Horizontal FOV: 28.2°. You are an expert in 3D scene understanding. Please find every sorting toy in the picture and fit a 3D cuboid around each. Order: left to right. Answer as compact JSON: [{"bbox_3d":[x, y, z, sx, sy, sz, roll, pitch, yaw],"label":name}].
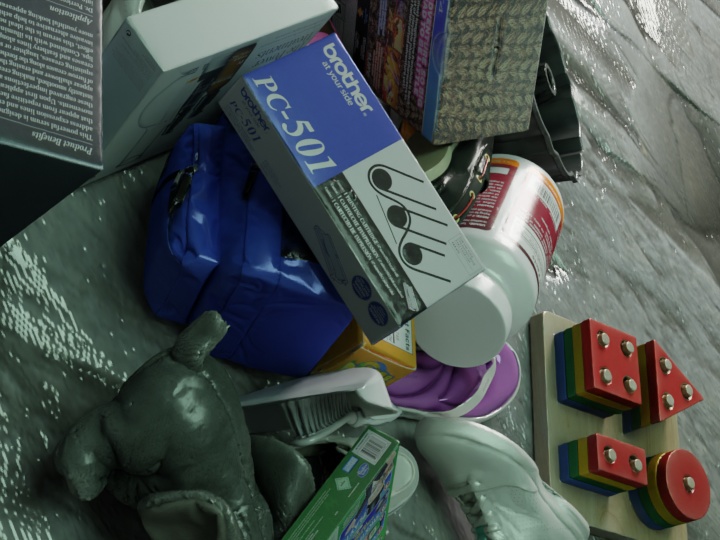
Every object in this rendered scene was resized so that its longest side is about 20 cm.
[{"bbox_3d":[0.257,0.151,1.369,0.198,0.069,0.202,22,57,-35],"label":"sorting toy"}]

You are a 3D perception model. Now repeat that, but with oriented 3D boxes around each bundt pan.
[{"bbox_3d":[0.149,-0.174,1.382,0.202,0.075,0.204,-15,90,-70],"label":"bundt pan"}]

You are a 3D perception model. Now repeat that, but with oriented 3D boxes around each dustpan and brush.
[{"bbox_3d":[-0.016,0.106,1.089,0.200,0.138,0.058,-18,95,-64],"label":"dustpan and brush"}]

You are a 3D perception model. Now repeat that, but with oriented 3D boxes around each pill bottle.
[{"bbox_3d":[0.107,-0.009,1.249,0.113,0.113,0.200,49,35,-14],"label":"pill bottle"}]

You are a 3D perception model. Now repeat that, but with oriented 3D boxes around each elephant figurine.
[{"bbox_3d":[-0.100,0.159,0.963,0.141,0.155,0.200,-38,87,-20],"label":"elephant figurine"}]

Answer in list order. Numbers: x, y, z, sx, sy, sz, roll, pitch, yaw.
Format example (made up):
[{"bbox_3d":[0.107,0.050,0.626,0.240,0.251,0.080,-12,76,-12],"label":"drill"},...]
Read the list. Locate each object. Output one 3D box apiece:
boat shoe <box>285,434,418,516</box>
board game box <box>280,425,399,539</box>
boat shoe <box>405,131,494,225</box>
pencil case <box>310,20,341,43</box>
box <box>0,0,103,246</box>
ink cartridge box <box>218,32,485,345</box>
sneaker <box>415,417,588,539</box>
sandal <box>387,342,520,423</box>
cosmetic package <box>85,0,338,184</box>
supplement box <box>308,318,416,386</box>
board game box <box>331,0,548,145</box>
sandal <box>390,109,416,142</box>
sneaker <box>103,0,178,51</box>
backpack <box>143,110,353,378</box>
[{"bbox_3d":[-0.019,0.158,1.105,0.199,0.066,0.073,8,65,-41],"label":"boat shoe"},{"bbox_3d":[-0.040,0.220,0.997,0.029,0.135,0.200,28,52,17],"label":"board game box"},{"bbox_3d":[0.075,-0.088,1.226,0.063,0.073,0.202,65,28,-18],"label":"boat shoe"},{"bbox_3d":[-0.062,-0.198,1.219,0.201,0.090,0.094,63,8,3],"label":"pencil case"},{"bbox_3d":[-0.254,-0.140,0.963,0.106,0.148,0.202,15,62,-38],"label":"box"},{"bbox_3d":[-0.006,-0.059,0.998,0.094,0.044,0.201,-31,87,-37],"label":"ink cartridge box"},{"bbox_3d":[0.114,0.204,1.203,0.200,0.075,0.089,42,59,-23],"label":"sneaker"},{"bbox_3d":[0.079,0.092,1.240,0.201,0.050,0.083,-4,74,-42],"label":"sandal"},{"bbox_3d":[-0.127,-0.150,1.084,0.200,0.151,0.052,-31,83,-46],"label":"cosmetic package"},{"bbox_3d":[0.000,0.000,1.183,0.069,0.066,0.201,29,47,-34],"label":"supplement box"},{"bbox_3d":[0.062,-0.225,1.219,0.096,0.161,0.200,-11,35,-26],"label":"board game box"},{"bbox_3d":[0.067,-0.121,1.323,0.079,0.059,0.208,36,49,-26],"label":"sandal"},{"bbox_3d":[-0.162,-0.244,1.143,0.075,0.088,0.202,20,58,-34],"label":"sneaker"},{"bbox_3d":[-0.071,-0.051,1.086,0.167,0.162,0.202,18,59,-18],"label":"backpack"}]
